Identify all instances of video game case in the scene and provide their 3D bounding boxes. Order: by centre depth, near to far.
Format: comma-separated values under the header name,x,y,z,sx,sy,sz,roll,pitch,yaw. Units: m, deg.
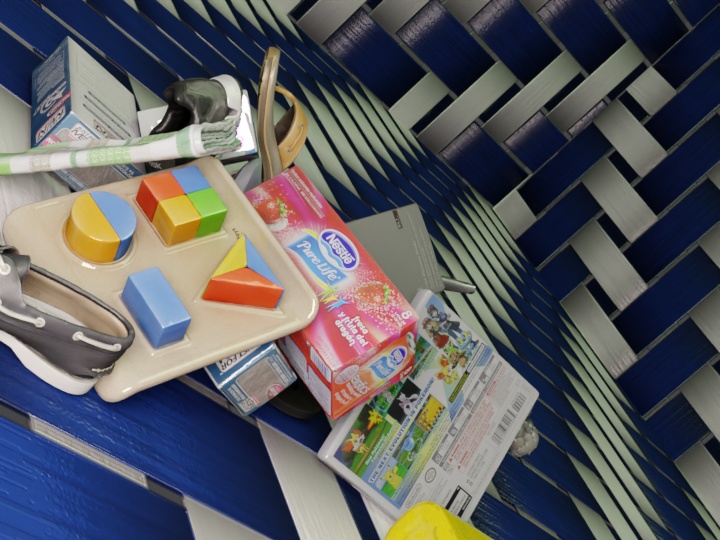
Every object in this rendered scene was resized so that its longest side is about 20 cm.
name,x,y,z,sx,sy,sz,roll,pitch,yaw
video game case,0.073,0.153,1.225,0.182,0.201,0.022,42,-20,-25

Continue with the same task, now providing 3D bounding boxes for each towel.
name,x,y,z,sx,sy,sz,roll,pitch,yaw
towel,-0.212,-0.105,1.040,0.149,0.198,0.031,-43,127,-79

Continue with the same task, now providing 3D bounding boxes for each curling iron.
name,x,y,z,sx,sy,sz,roll,pitch,yaw
curling iron,0.049,0.002,1.533,0.198,0.026,0.050,10,7,-9

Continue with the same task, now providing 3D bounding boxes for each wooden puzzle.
name,x,y,z,sx,sy,sz,roll,pitch,yaw
wooden puzzle,-0.154,-0.008,0.972,0.199,0.046,0.186,-22,64,-34

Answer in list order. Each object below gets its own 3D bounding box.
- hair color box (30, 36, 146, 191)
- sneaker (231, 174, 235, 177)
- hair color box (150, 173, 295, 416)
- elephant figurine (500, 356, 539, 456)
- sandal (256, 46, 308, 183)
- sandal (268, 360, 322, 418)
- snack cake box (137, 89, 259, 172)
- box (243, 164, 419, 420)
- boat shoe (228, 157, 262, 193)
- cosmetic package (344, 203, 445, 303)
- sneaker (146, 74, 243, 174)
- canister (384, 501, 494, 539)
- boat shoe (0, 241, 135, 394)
name,x,y,z,sx,sy,sz,roll,pitch,yaw
hair color box,-0.274,-0.148,1.224,0.100,0.060,0.200,42,13,-31
sneaker,-0.091,-0.046,1.493,0.200,0.085,0.073,43,11,-29
hair color box,-0.140,0.021,1.069,0.200,0.060,0.100,53,-5,21
elephant figurine,0.081,0.179,1.337,0.141,0.199,0.156,35,-31,53
sandal,-0.079,-0.135,1.271,0.080,0.053,0.202,-101,-172,-64
sandal,-0.103,0.069,1.181,0.200,0.045,0.075,45,12,-14
snack cake box,-0.169,-0.144,1.322,0.200,0.114,0.068,-136,-144,-85
box,-0.041,0.018,1.103,0.200,0.095,0.100,51,-21,26
boat shoe,-0.151,-0.064,1.324,0.202,0.085,0.075,-61,145,-56
cosmetic package,0.000,0.000,1.282,0.200,0.090,0.108,-24,96,-62
sneaker,-0.174,-0.093,1.178,0.066,0.202,0.090,23,16,41
canister,0.120,0.308,1.119,0.200,0.087,0.149,38,16,-35
boat shoe,-0.242,0.013,0.834,0.200,0.060,0.074,40,20,-30
